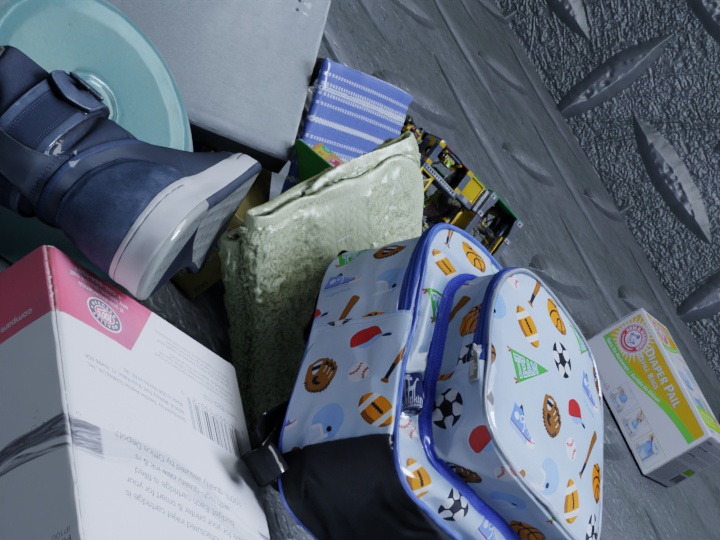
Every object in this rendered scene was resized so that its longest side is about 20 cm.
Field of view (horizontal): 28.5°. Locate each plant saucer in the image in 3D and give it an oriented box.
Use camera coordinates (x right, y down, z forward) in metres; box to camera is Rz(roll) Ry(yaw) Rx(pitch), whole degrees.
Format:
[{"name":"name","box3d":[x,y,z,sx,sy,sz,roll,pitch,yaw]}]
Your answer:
[{"name":"plant saucer","box3d":[-0.166,-0.091,0.827,0.199,0.036,0.202,24,55,-40]}]

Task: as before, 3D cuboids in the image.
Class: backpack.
[{"name":"backpack","box3d":[0.044,0.072,0.769,0.200,0.153,0.192,54,27,-42]}]

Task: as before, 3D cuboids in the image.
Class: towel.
[{"name":"towel","box3d":[-0.017,0.024,0.858,0.036,0.148,0.201,33,-41,36]},{"name":"towel","box3d":[-0.028,-0.046,1.030,0.024,0.202,0.145,21,7,24]}]

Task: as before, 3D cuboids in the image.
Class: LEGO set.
[{"name":"LEGO set","box3d":[0.058,-0.058,1.429,0.153,0.116,0.200,32,-8,44]}]

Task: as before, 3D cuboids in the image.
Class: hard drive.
[{"name":"hard drive","box3d":[-0.127,-0.163,0.954,0.198,0.033,0.141,21,62,-15]}]

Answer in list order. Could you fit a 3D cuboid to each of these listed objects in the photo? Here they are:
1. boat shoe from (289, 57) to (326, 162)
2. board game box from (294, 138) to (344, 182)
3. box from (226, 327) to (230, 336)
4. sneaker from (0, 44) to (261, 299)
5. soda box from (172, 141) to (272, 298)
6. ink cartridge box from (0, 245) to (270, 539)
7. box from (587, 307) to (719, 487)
[{"name":"boat shoe","box3d":[-0.044,-0.134,1.070,0.200,0.065,0.072,49,19,-25]},{"name":"board game box","box3d":[0.000,0.000,0.982,0.095,0.030,0.201,42,-24,35]},{"name":"box","box3d":[0.000,0.097,0.970,0.082,0.049,0.201,-37,98,-28]},{"name":"sneaker","box3d":[-0.137,-0.059,0.756,0.146,0.077,0.202,32,9,3]},{"name":"soda box","box3d":[-0.107,-0.070,1.015,0.064,0.067,0.201,48,20,-24]},{"name":"ink cartridge box","box3d":[-0.115,0.110,0.660,0.146,0.082,0.201,40,24,-43]},{"name":"box","box3d":[0.388,0.167,1.865,0.112,0.101,0.201,30,32,-55]}]
